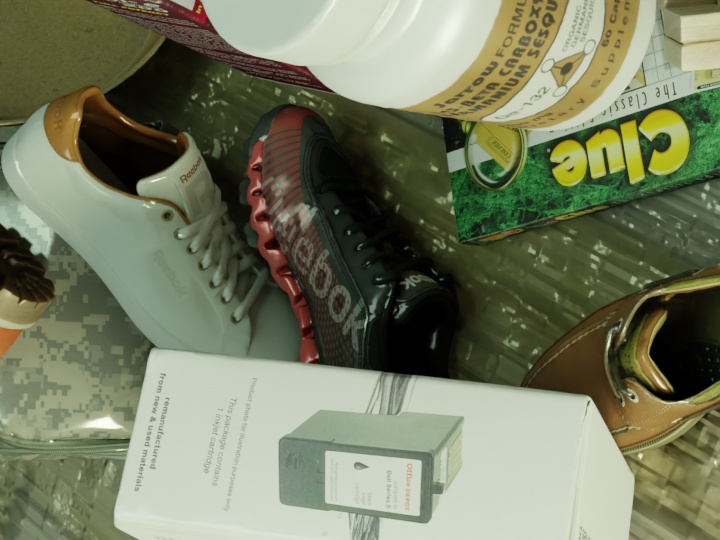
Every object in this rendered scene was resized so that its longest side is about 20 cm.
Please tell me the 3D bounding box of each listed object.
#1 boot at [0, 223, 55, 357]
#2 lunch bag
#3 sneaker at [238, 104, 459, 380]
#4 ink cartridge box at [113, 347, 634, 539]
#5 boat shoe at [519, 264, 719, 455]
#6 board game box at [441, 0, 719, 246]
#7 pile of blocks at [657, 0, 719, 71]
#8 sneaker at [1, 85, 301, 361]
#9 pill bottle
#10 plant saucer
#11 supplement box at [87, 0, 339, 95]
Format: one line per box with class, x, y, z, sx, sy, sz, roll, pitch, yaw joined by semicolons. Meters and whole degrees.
boot;-0.264;-0.014;1.000;0.200;0.075;0.107;47;111;19
lunch bag;-0.175;0.015;1.071;0.168;0.139;0.200;0;89;25
sneaker;0.000;0.000;0.947;0.098;0.071;0.201;-27;72;39
ink cartridge box;0.013;0.102;0.828;0.200;0.146;0.084;6;73;18
boat shoe;0.137;0.033;0.821;0.200;0.068;0.072;-30;70;38
board game box;0.120;-0.083;0.875;0.200;0.023;0.105;-17;79;41
pile of blocks;0.133;-0.165;0.789;0.082;0.062;0.200;94;166;-53
sneaker;-0.092;-0.016;0.966;0.085;0.200;0.073;-34;22;44
pill bottle;0.030;-0.126;0.808;0.114;0.200;0.114;-3;86;42
plant saucer;-0.195;-0.158;1.097;0.200;0.035;0.200;-4;58;7
supplement box;-0.054;-0.155;0.854;0.061;0.200;0.109;14;90;25
